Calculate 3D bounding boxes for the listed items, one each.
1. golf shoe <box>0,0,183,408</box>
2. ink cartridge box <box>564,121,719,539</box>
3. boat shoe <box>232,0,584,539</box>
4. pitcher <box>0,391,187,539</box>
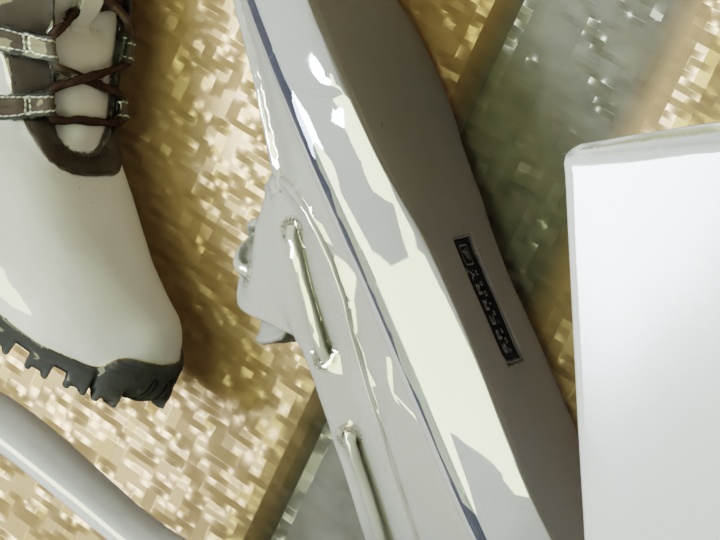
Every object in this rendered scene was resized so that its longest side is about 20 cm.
[{"bbox_3d":[-0.096,-0.057,0.820,0.094,0.078,0.200,-40,73,23],"label":"golf shoe"},{"bbox_3d":[0.149,0.039,0.612,0.144,0.200,0.146,-5,87,29],"label":"ink cartridge box"},{"bbox_3d":[0.000,0.000,0.773,0.066,0.072,0.201,-25,86,22],"label":"boat shoe"},{"bbox_3d":[-0.044,0.112,0.731,0.199,0.121,0.172,3,115,33],"label":"pitcher"}]
